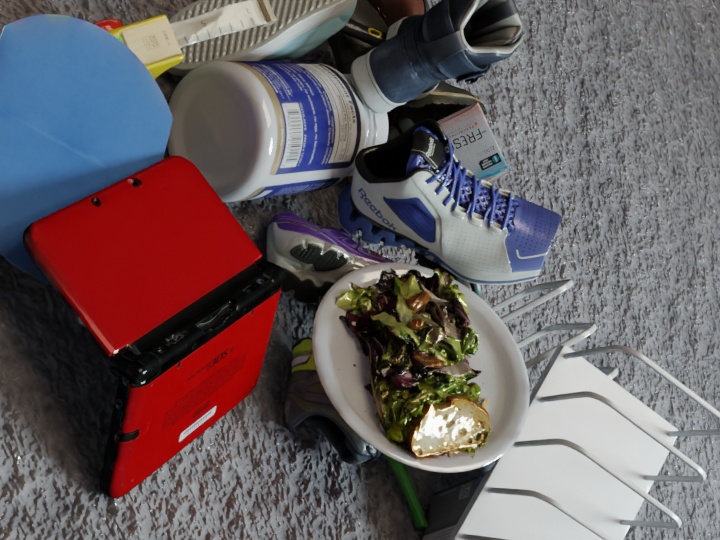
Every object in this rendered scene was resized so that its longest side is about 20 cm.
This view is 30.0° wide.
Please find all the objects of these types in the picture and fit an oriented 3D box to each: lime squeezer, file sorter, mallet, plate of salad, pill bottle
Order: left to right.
[{"bbox_3d":[-0.066,-0.124,1.171,0.199,0.115,0.117,-11,78,-56],"label":"pill bottle"},{"bbox_3d":[-0.064,-0.261,1.269,0.198,0.041,0.066,15,53,-20],"label":"mallet"},{"bbox_3d":[0.030,0.128,1.213,0.070,0.038,0.202,16,56,-48],"label":"lime squeezer"},{"bbox_3d":[0.056,0.071,1.110,0.198,0.048,0.202,13,52,-17],"label":"plate of salad"},{"bbox_3d":[0.175,0.121,1.275,0.124,0.139,0.201,-27,92,-12],"label":"file sorter"},{"bbox_3d":[0.198,0.181,1.127,0.138,0.124,0.201,36,74,-10],"label":"file sorter"}]

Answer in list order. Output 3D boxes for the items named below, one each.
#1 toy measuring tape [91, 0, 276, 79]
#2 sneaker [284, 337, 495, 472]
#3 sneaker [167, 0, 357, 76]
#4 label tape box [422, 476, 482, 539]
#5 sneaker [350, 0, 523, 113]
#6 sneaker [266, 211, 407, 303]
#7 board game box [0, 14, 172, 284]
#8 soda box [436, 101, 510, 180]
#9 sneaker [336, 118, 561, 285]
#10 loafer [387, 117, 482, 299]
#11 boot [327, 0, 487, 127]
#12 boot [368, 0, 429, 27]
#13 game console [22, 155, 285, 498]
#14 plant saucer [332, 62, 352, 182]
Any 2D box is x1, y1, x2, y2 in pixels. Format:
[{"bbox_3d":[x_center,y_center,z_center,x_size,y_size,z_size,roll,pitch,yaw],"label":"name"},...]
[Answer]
[{"bbox_3d":[-0.165,-0.174,1.077,0.199,0.073,0.074,-23,87,-25],"label":"toy measuring tape"},{"bbox_3d":[0.021,0.133,1.141,0.198,0.074,0.082,24,69,-7],"label":"sneaker"},{"bbox_3d":[-0.087,-0.207,1.198,0.199,0.082,0.074,-23,65,-16],"label":"sneaker"},{"bbox_3d":[0.109,0.308,1.184,0.144,0.063,0.201,46,39,-24],"label":"label tape box"},{"bbox_3d":[0.087,-0.215,1.229,0.077,0.145,0.202,57,27,-11],"label":"sneaker"},{"bbox_3d":[0.000,0.000,1.210,0.199,0.081,0.084,31,26,-32],"label":"sneaker"},{"bbox_3d":[-0.222,-0.085,0.985,0.157,0.039,0.202,29,63,-40],"label":"board game box"},{"bbox_3d":[0.105,-0.116,1.320,0.069,0.063,0.200,65,8,1],"label":"soda box"},{"bbox_3d":[0.075,-0.062,1.156,0.197,0.116,0.081,15,56,7],"label":"sneaker"},{"bbox_3d":[0.054,-0.048,1.261,0.072,0.062,0.201,78,-8,-64],"label":"loafer"},{"bbox_3d":[0.044,-0.212,1.361,0.199,0.077,0.139,1,64,-54],"label":"boot"},{"bbox_3d":[-0.017,-0.331,1.410,0.199,0.068,0.190,23,52,-44],"label":"boot"},{"bbox_3d":[-0.155,0.037,0.989,0.118,0.174,0.200,26,31,18],"label":"game console"},{"bbox_3d":[0.030,-0.130,1.380,0.200,0.032,0.202,30,48,-40],"label":"plant saucer"}]
